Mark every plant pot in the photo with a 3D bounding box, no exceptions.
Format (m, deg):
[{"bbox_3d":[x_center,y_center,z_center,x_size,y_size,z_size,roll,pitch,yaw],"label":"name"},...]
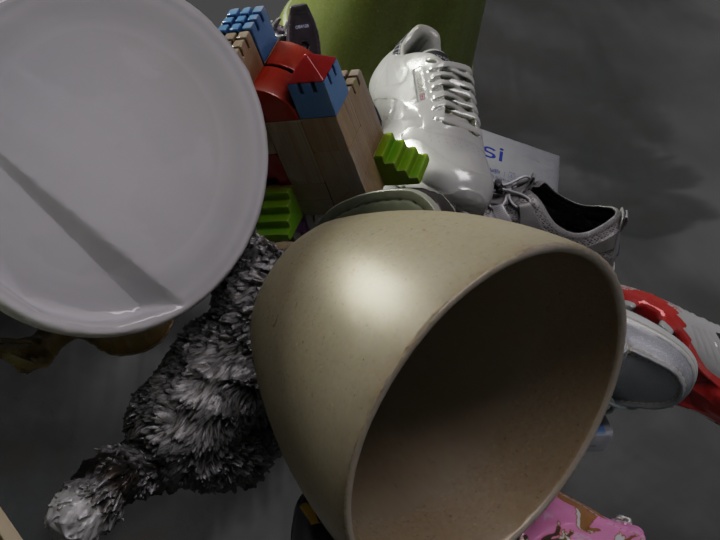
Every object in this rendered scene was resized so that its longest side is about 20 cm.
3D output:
[{"bbox_3d":[0.030,-0.230,1.232,0.199,0.191,0.201,14,37,-11],"label":"plant pot"}]

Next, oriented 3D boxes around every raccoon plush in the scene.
[{"bbox_3d":[-0.086,0.070,0.857,0.096,0.134,0.200,28,38,6],"label":"raccoon plush"}]

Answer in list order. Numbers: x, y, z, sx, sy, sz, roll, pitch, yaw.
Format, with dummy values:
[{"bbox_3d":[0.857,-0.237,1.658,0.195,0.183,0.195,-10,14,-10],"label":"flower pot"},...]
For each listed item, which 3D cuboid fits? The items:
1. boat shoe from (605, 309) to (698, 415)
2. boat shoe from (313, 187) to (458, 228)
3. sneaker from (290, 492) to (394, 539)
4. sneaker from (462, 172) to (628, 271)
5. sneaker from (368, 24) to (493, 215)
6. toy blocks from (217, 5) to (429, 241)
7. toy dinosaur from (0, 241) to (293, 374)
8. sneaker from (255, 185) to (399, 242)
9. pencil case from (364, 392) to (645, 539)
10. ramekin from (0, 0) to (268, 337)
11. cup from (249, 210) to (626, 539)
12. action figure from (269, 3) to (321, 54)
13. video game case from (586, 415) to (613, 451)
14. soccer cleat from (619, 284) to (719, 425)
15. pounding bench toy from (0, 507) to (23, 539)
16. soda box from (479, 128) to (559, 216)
[{"bbox_3d":[0.123,0.058,0.993,0.201,0.075,0.065,17,43,1],"label":"boat shoe"},{"bbox_3d":[0.000,0.000,0.939,0.060,0.201,0.072,-19,79,-43],"label":"boat shoe"},{"bbox_3d":[-0.027,0.191,0.793,0.090,0.070,0.201,8,41,-22],"label":"sneaker"},{"bbox_3d":[0.101,-0.045,1.097,0.199,0.082,0.075,14,37,-11],"label":"sneaker"},{"bbox_3d":[0.050,-0.106,1.039,0.076,0.081,0.200,24,20,-29],"label":"sneaker"},{"bbox_3d":[-0.072,-0.102,0.950,0.199,0.137,0.100,-1,42,25],"label":"toy blocks"},{"bbox_3d":[-0.144,0.011,0.957,0.199,0.058,0.101,-23,52,-14],"label":"toy dinosaur"},{"bbox_3d":[-0.051,-0.034,1.036,0.114,0.073,0.200,-30,39,-29],"label":"sneaker"},{"bbox_3d":[0.071,0.147,0.885,0.199,0.083,0.087,30,32,11],"label":"pencil case"},{"bbox_3d":[-0.161,-0.062,0.852,0.201,0.204,0.094,-4,0,-30],"label":"ramekin"},{"bbox_3d":[0.022,0.048,0.800,0.200,0.201,0.143,-17,37,-39],"label":"cup"},{"bbox_3d":[-0.092,-0.147,1.116,0.130,0.070,0.200,-26,12,-20],"label":"action figure"},{"bbox_3d":[0.064,0.046,1.054,0.181,0.023,0.200,4,40,-21],"label":"video game case"},{"bbox_3d":[0.252,0.069,1.087,0.199,0.069,0.085,31,29,6],"label":"soccer cleat"},{"bbox_3d":[-0.221,0.199,0.645,0.199,0.125,0.156,-17,52,-39],"label":"pounding bench toy"},{"bbox_3d":[0.052,-0.079,1.164,0.199,0.064,0.068,18,39,-5],"label":"soda box"}]
